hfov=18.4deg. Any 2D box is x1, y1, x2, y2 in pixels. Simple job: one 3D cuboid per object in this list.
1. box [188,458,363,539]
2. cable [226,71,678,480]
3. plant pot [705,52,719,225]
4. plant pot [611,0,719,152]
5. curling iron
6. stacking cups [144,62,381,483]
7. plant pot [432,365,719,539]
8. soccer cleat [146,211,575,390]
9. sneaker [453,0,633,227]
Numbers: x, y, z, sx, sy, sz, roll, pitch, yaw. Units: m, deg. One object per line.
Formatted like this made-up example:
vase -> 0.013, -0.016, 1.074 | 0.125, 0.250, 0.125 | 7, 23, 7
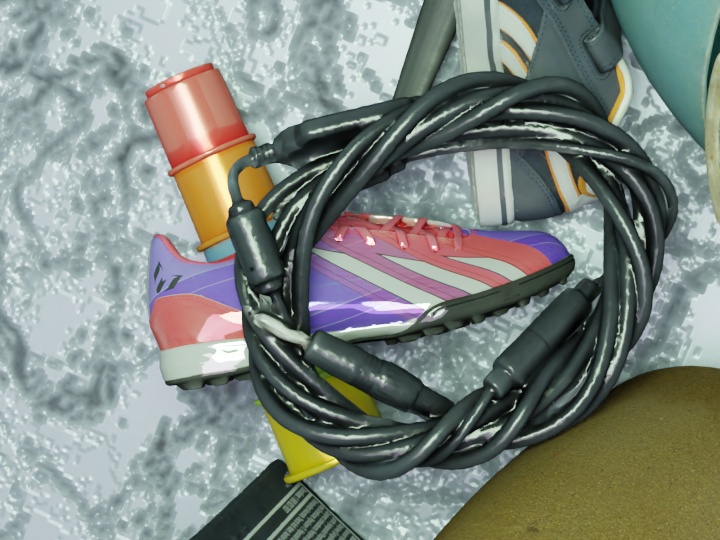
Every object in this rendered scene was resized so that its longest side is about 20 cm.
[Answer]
box -> -0.022, 0.212, 1.017 | 0.198, 0.200, 0.123 | 41, 102, 4
cable -> 0.045, 0.001, 0.963 | 0.198, 0.051, 0.165 | -12, 81, -3
plant pot -> 0.243, -0.053, 0.868 | 0.182, 0.200, 0.203 | -9, 96, -23
plant pot -> 0.179, -0.155, 0.958 | 0.135, 0.199, 0.201 | 44, 105, 37
curling iron -> 0.053, -0.153, 1.043 | 0.025, 0.050, 0.202 | 21, 105, 8
stacking cups -> -0.051, 0.001, 1.075 | 0.060, 0.060, 0.201 | -26, 88, 13
plant pot -> 0.100, 0.150, 0.957 | 0.185, 0.199, 0.188 | 8, 102, 38
soccer cleat -> 0.000, 0.000, 1.018 | 0.198, 0.068, 0.074 | -13, 89, -7
sneaker -> 0.080, -0.114, 1.002 | 0.079, 0.079, 0.201 | -7, 128, 3
